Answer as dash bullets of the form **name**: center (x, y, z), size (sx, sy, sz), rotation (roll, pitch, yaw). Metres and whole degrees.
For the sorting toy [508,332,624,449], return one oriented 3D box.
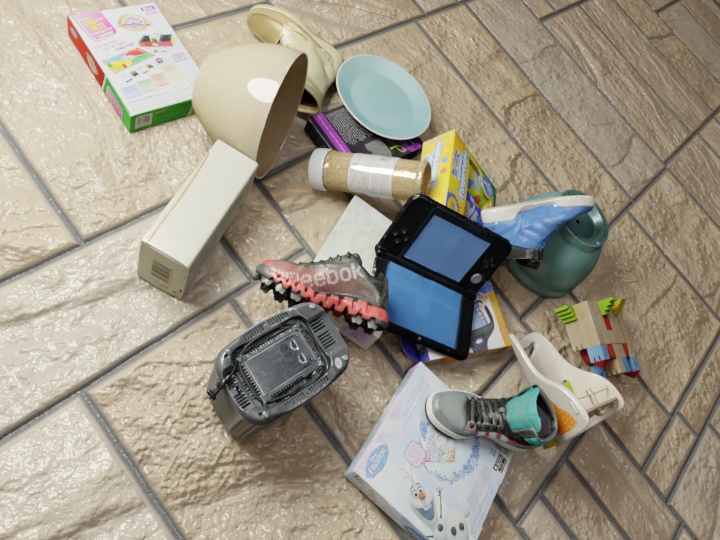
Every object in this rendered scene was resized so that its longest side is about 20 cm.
- **sorting toy**: center (0.313, 0.179, 0.929), size (0.198, 0.107, 0.182), rotation (6, 49, -51)

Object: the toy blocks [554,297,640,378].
- **toy blocks**: center (0.434, 0.131, 1.021), size (0.198, 0.099, 0.140), rotation (7, 65, -45)

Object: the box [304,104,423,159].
- **box**: center (0.012, -0.245, 1.051), size (0.198, 0.036, 0.144), rotation (-31, 80, -33)

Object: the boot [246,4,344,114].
- **boot**: center (-0.136, -0.379, 1.025), size (0.198, 0.073, 0.157), rotation (31, 52, -15)

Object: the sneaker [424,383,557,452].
- **sneaker**: center (0.199, 0.203, 0.802), size (0.196, 0.121, 0.085), rotation (18, 56, -19)

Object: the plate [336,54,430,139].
- **plate**: center (0.042, -0.322, 1.071), size (0.196, 0.026, 0.204), rotation (12, 59, -20)

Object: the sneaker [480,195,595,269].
- **sneaker**: center (0.307, -0.063, 0.970), size (0.195, 0.077, 0.114), rotation (-10, 97, -7)

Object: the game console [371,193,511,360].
- **game console**: center (0.123, 0.013, 0.862), size (0.197, 0.173, 0.120), rotation (23, 32, -22)

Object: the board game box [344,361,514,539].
- **board game box**: center (0.106, 0.274, 0.818), size (0.199, 0.043, 0.201), rotation (42, 54, -2)

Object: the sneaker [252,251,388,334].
- **sneaker**: center (-0.047, 0.014, 0.790), size (0.196, 0.071, 0.100), rotation (19, 73, -6)

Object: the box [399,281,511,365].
- **box**: center (0.152, 0.086, 0.942), size (0.196, 0.041, 0.121), rotation (-4, 67, -30)

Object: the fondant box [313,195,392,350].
- **fondant box**: center (0.000, 0.000, 0.902), size (0.143, 0.058, 0.202), rotation (34, 56, -7)

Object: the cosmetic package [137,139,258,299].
- **cosmetic package**: center (-0.227, -0.073, 0.801), size (0.072, 0.104, 0.202), rotation (29, 54, -8)

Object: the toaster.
- **toaster**: center (-0.116, 0.136, 0.729), size (0.198, 0.129, 0.115), rotation (-30, 79, -35)

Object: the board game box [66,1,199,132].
- **board game box**: center (-0.350, -0.332, 0.914), size (0.152, 0.040, 0.202), rotation (-28, 79, -34)

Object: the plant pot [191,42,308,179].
- **plant pot**: center (-0.179, -0.264, 0.877), size (0.132, 0.201, 0.203), rotation (24, 56, -1)

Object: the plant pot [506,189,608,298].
- **plant pot**: center (0.379, -0.067, 1.077), size (0.196, 0.134, 0.204), rotation (11, 61, -20)

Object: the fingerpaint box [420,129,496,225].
- **fingerpaint box**: center (0.167, -0.109, 0.989), size (0.167, 0.072, 0.203), rotation (42, 47, -37)

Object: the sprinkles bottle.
- **sprinkles bottle**: center (0.014, -0.155, 0.925), size (0.196, 0.069, 0.069), rotation (11, 53, 20)
